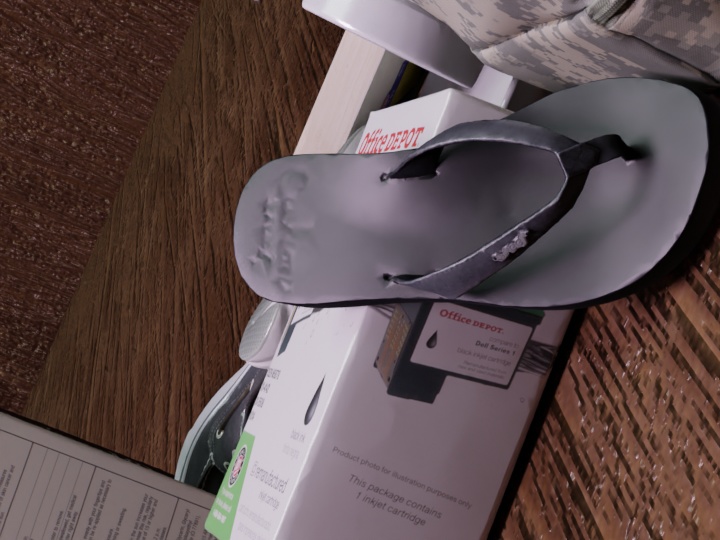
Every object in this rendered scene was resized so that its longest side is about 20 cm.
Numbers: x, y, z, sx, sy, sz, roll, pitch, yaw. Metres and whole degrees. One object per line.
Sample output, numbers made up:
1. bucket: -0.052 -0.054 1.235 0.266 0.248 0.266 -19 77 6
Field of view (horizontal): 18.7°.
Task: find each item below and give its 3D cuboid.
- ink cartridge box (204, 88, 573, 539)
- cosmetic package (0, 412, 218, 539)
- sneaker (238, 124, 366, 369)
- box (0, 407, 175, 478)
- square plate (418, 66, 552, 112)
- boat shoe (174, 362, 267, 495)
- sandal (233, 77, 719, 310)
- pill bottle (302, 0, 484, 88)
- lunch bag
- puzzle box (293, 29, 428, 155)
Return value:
1. ink cartridge box: 0.019 0.034 0.890 0.146 0.084 0.201 179 113 -77
2. cosmetic package: -0.134 0.150 1.086 0.073 0.199 0.104 132 158 -61
3. sneaker: 0.000 0.000 1.065 0.071 0.080 0.201 -58 8 34
4. box: -0.197 0.203 1.366 0.200 0.165 0.165 -134 67 -77
5. square plate: 0.080 -0.127 1.064 0.200 0.028 0.199 -111 44 -74
6. boat shoe: -0.041 0.085 1.140 0.200 0.070 0.066 -55 14 22
7. sandal: 0.036 -0.020 0.773 0.199 0.043 0.077 -12 77 30
8. pill bottle: 0.054 -0.187 0.951 0.201 0.112 0.112 -65 11 6
9. lunch bag: 0.070 -0.152 0.798 0.200 0.167 0.140 -172 104 -78
10. puzzle box: 0.024 -0.135 1.150 0.133 0.025 0.201 -48 -14 -55
